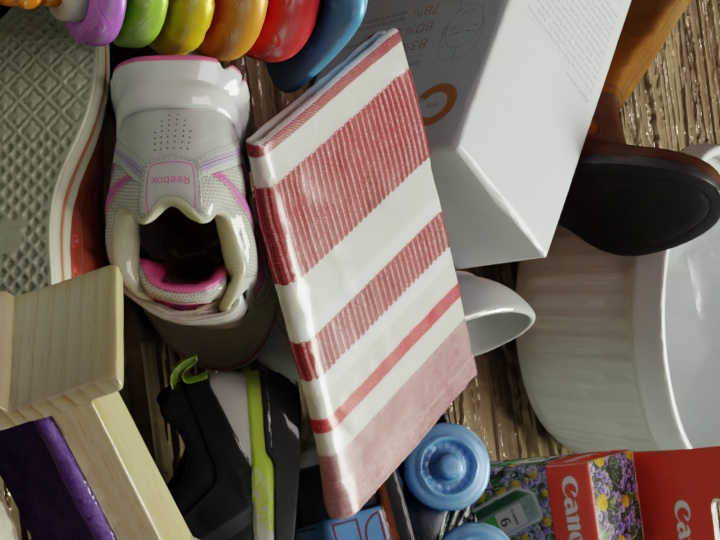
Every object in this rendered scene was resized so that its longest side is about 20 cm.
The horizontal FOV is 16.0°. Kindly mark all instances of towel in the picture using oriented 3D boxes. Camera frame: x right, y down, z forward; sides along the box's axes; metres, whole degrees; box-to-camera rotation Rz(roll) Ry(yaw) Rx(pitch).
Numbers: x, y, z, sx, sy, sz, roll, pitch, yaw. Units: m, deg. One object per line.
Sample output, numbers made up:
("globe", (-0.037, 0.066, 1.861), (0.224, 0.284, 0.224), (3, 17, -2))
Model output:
("towel", (0.000, 0.000, 1.252), (0.144, 0.023, 0.201), (-45, 129, -50))

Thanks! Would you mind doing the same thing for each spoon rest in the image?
("spoon rest", (0.009, 0.032, 1.366), (0.199, 0.099, 0.061), (8, 64, -41))

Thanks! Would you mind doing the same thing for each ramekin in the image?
("ramekin", (0.173, 0.025, 1.535), (0.200, 0.105, 0.201), (-1, 91, -60))

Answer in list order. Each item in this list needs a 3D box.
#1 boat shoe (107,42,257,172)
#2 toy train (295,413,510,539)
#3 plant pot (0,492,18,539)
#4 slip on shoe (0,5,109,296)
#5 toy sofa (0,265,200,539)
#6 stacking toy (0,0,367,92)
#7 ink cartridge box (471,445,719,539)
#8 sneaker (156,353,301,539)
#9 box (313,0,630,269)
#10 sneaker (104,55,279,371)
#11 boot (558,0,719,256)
("boat shoe", (-0.104, -0.128, 1.256), (0.200, 0.074, 0.069), (56, 50, -28))
("toy train", (0.022, 0.164, 1.335), (0.114, 0.087, 0.201), (-15, 84, -10))
("plant pot", (-0.206, 0.125, 1.065), (0.200, 0.092, 0.202), (14, 72, -51))
("slip on shoe", (-0.149, -0.034, 1.195), (0.061, 0.074, 0.201), (43, 47, -68))
("toy sofa", (-0.117, 0.105, 1.132), (0.083, 0.097, 0.201), (-97, 168, -53))
("stacking toy", (-0.105, -0.139, 1.164), (0.199, 0.110, 0.117), (-9, 74, -27))
("ink cartridge box", (0.113, 0.154, 1.377), (0.050, 0.199, 0.110), (-7, 89, -52))
("sneaker", (-0.075, 0.139, 1.264), (0.072, 0.082, 0.201), (-126, -141, -80))
("box", (0.056, -0.107, 1.416), (0.098, 0.124, 0.201), (48, 49, -36))
("sneaker", (-0.083, -0.007, 1.212), (0.200, 0.081, 0.089), (77, 14, -52))
("boot", (0.152, -0.093, 1.488), (0.069, 0.188, 0.200), (59, 45, -27))
